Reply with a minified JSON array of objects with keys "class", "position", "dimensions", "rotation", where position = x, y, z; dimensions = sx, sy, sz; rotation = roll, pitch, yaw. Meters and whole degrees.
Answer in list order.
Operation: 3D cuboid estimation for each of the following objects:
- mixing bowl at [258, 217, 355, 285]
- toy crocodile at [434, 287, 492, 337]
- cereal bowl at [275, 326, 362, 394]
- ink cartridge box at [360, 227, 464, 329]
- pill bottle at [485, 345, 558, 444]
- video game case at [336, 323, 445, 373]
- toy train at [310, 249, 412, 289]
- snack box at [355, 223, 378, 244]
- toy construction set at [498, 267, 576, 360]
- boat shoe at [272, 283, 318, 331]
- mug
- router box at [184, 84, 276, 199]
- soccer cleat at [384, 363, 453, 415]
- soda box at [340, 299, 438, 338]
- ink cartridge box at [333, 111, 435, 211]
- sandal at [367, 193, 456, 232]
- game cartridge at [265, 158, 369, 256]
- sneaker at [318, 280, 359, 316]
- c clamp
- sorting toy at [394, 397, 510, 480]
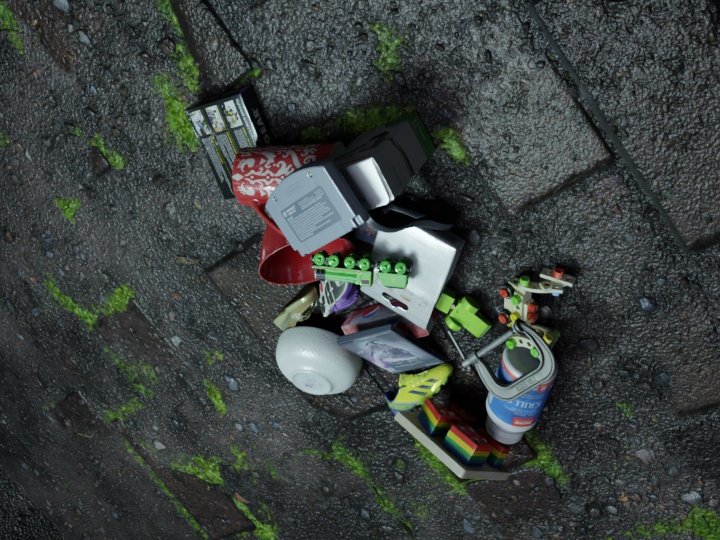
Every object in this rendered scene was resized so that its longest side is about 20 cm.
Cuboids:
[{"class":"mixing bowl","position":[-0.117,-0.064,1.623],"dimensions":[0.199,0.197,0.111],"rotation":[-37,60,40]},{"class":"toy crocodile","position":[0.172,0.060,1.608],"dimensions":[0.198,0.062,0.068],"rotation":[34,116,-2]},{"class":"cereal bowl","position":[-0.098,0.214,1.806],"dimensions":[0.195,0.085,0.202],"rotation":[11,144,8]},{"class":"ink cartridge box","position":[0.097,-0.009,1.568],"dimensions":[0.160,0.050,0.203],"rotation":[30,130,16]},{"class":"pill bottle","position":[0.311,0.246,1.618],"dimensions":[0.110,0.113,0.203],"rotation":[22,130,14]},{"class":"video game case","position":[0.065,0.165,1.692],"dimensions":[0.141,0.019,0.199],"rotation":[-16,148,35]},{"class":"toy train","position":[0.000,0.000,1.543],"dimensions":[0.195,0.042,0.058],"rotation":[6,105,11]},{"class":"snack box","position":[0.084,-0.066,1.593],"dimensions":[0.196,0.024,0.073],"rotation":[21,128,16]},{"class":"toy construction set","position":[0.322,0.080,1.511],"dimensions":[0.130,0.091,0.204],"rotation":[34,128,39]},{"class":"boat shoe","position":[-0.130,0.089,1.772],"dimensions":[0.063,0.073,0.200],"rotation":[43,145,-4]},{"class":"mug","position":[-0.136,-0.160,1.518],"dimensions":[0.195,0.180,0.135],"rotation":[4,135,17]},{"class":"router box","position":[-0.246,-0.252,1.635],"dimensions":[0.146,0.051,0.203],"rotation":[-7,117,31]},{"class":"soccer cleat","position":[0.122,0.249,1.761],"dimensions":[0.084,0.064,0.200],"rotation":[50,129,7]},{"class":"soda box","position":[0.060,0.108,1.698],"dimensions":[0.197,0.064,0.071],"rotation":[-16,114,37]},{"class":"ink cartridge box","position":[0.025,-0.182,1.430],"dimensions":[0.144,0.201,0.085],"rotation":[-17,112,36]},{"class":"sandal","position":[0.090,-0.112,1.469],"dimensions":[0.043,0.196,0.077],"rotation":[-54,49,46]},{"class":"game cartridge","position":[-0.080,-0.109,1.387],"dimensions":[0.134,0.040,0.198],"rotation":[53,142,-10]},{"class":"sneaker","position":[-0.037,0.032,1.665],"dimensions":[0.200,0.081,0.083],"rotation":[122,135,-72]},{"class":"c clamp","position":[0.263,0.155,1.517],"dimensions":[0.199,0.027,0.174],"rotation":[-34,81,43]},{"class":"sorting toy","position":[0.201,0.337,1.678],"dimensions":[0.198,0.198,0.071],"rotation":[37,101,38]}]
